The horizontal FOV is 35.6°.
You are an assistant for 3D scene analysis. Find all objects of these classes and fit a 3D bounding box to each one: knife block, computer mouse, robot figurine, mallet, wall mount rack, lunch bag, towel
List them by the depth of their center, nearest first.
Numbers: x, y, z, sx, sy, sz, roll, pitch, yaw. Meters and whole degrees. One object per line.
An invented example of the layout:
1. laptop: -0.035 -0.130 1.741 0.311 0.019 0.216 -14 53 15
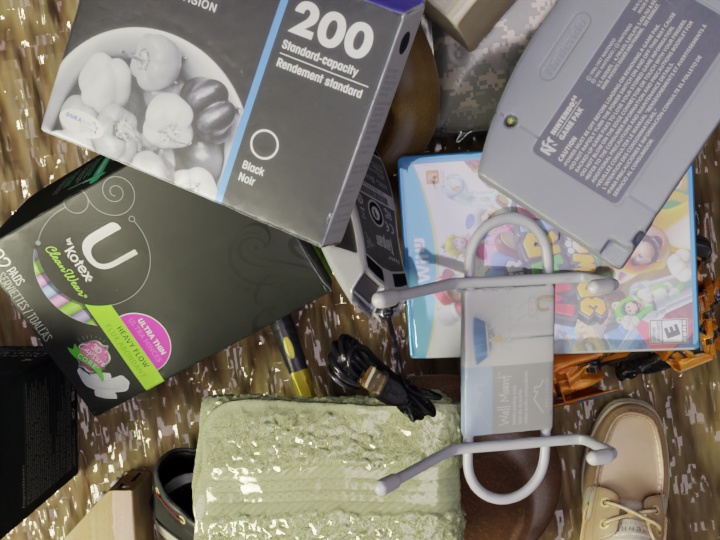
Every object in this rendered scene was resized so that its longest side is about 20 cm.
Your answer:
1. wall mount rack: 0.081 0.066 0.723 0.173 0.075 0.201 -3 98 -16
2. computer mouse: 0.000 0.000 0.752 0.044 0.109 0.201 -22 64 27
3. towel: -0.023 0.158 0.786 0.199 0.036 0.149 -2 81 10
4. lunch bag: 0.119 -0.196 0.814 0.163 0.118 0.201 -5 89 5
5. robot figurine: 0.179 0.045 0.834 0.199 0.058 0.145 -16 132 10
6. mallet: -0.037 0.083 0.880 0.065 0.041 0.201 -13 90 4
7. knife block: -0.186 0.286 0.883 0.175 0.064 0.200 42 94 -2

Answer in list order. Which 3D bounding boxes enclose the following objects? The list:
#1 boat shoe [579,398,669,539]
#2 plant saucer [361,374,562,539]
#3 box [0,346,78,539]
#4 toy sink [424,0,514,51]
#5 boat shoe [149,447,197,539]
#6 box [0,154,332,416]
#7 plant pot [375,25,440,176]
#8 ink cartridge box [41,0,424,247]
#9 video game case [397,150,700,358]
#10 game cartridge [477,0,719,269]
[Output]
1. boat shoe: 0.205 0.202 0.862 0.073 0.069 0.201 4 94 2
2. plant saucer: 0.056 0.173 0.846 0.199 0.037 0.202 0 116 -1
3. box: -0.302 0.119 0.807 0.147 0.200 0.108 0 94 1
4. toy sink: 0.034 -0.259 0.710 0.200 0.112 0.130 43 99 8
5. boat shoe: -0.075 0.198 0.835 0.201 0.074 0.063 23 132 25
6. box: -0.136 -0.021 0.801 0.199 0.124 0.149 -28 109 12
7. plant pot: -0.038 -0.142 0.799 0.200 0.200 0.028 41 50 -1
8. ink cartridge box: -0.072 -0.142 0.671 0.197 0.043 0.201 22 101 9
9. video game case: 0.128 -0.013 0.774 0.199 0.018 0.144 -3 97 12
10. game cartridge: 0.170 -0.119 0.732 0.133 0.041 0.201 35 94 8
